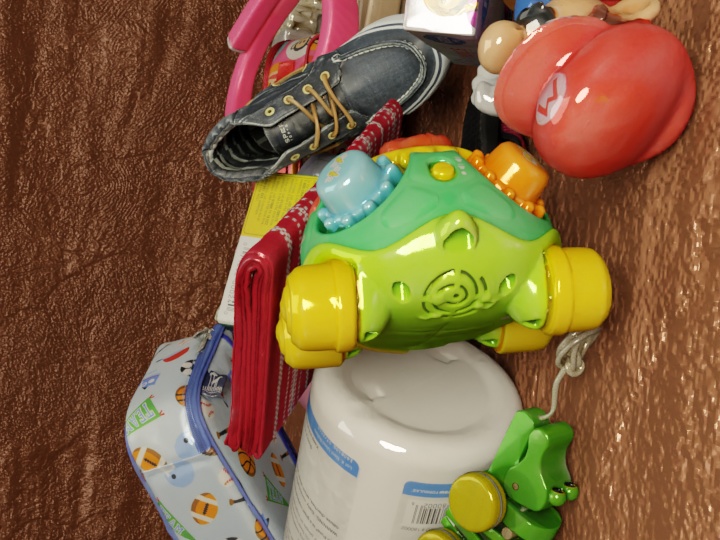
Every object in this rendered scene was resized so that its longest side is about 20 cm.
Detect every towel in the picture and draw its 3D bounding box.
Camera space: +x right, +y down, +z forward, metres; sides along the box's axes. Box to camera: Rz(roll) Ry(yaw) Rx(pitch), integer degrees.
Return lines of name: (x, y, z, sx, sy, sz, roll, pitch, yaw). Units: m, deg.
towel: (-0.024, -0.001, 0.581, 0.200, 0.022, 0.146, -55, -22, -51)

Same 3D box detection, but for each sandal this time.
sandal: (0.088, -0.063, 0.630, 0.201, 0.045, 0.075, -77, 6, -47)

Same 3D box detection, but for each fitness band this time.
fitness band: (-0.067, -0.181, 0.842, 0.200, 0.037, 0.145, -45, 49, 43)

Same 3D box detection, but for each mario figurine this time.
mario figurine: (0.084, -0.121, 0.454, 0.201, 0.105, 0.124, -85, -29, -50)

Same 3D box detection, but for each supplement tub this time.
supplement tub: (0.019, 0.148, 0.628, 0.132, 0.131, 0.201, -100, 19, -57)

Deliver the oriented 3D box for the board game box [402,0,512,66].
board game box: (0.073, -0.231, 0.583, 0.199, 0.041, 0.202, -29, -53, -75)

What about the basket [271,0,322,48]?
basket: (-0.026, -0.291, 1.120, 0.200, 0.134, 0.125, -145, 63, -78)

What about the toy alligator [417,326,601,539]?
toy alligator: (0.085, 0.119, 0.509, 0.054, 0.059, 0.201, 44, 119, 32)

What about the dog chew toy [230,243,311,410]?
dog chew toy: (-0.035, 0.041, 0.827, 0.200, 0.124, 0.125, 42, 142, 22)

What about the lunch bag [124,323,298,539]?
lunch bag: (-0.100, 0.142, 0.750, 0.160, 0.075, 0.201, -79, -32, -68)

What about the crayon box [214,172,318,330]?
crayon box: (0.000, 0.000, 0.733, 0.051, 0.198, 0.128, 38, -115, -59)

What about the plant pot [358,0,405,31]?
plant pot: (0.036, -0.231, 0.847, 0.201, 0.092, 0.203, -175, 90, -79)

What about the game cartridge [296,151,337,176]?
game cartridge: (-0.009, -0.031, 0.878, 0.200, 0.132, 0.041, 113, 167, -59)

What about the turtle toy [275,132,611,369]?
turtle toy: (0.028, -0.008, 0.486, 0.200, 0.144, 0.102, 124, 141, -77)

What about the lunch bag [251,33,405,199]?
lunch bag: (-0.037, -0.126, 0.971, 0.081, 0.175, 0.202, 1, 83, 41)

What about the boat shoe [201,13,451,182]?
boat shoe: (-0.027, -0.118, 0.723, 0.199, 0.071, 0.091, -20, 19, 38)
